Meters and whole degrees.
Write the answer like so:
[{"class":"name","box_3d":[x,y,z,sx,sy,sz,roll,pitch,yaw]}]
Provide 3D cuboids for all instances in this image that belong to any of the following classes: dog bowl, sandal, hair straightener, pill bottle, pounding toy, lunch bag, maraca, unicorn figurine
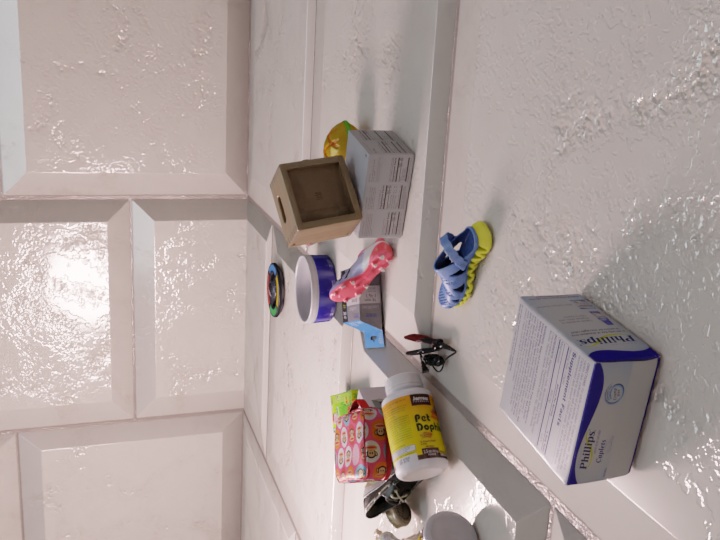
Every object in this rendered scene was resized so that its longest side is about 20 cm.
[{"class":"dog bowl","box_3d":[-0.135,0.054,2.397,0.200,0.078,0.204,178,90,-71]},{"class":"sandal","box_3d":[0.171,-0.009,1.488,0.080,0.086,0.202,-114,27,-43]},{"class":"hair straightener","box_3d":[0.146,0.174,1.667,0.199,0.040,0.078,176,88,-67]},{"class":"pill bottle","box_3d":[0.151,0.564,1.567,0.110,0.108,0.202,-111,27,-44]},{"class":"pounding toy","box_3d":[-0.100,-0.169,1.818,0.142,0.182,0.203,131,124,-62]},{"class":"pill bottle","box_3d":[0.106,0.316,1.650,0.110,0.108,0.203,119,144,-56]},{"class":"lunch bag","box_3d":[0.001,0.373,1.772,0.200,0.081,0.179,145,125,-64]},{"class":"maraca","box_3d":[-0.042,-0.277,2.046,0.137,0.105,0.203,-143,53,-75]},{"class":"unicorn figurine","box_3d":[0.096,0.609,1.749,0.198,0.074,0.139,-1,121,40]}]

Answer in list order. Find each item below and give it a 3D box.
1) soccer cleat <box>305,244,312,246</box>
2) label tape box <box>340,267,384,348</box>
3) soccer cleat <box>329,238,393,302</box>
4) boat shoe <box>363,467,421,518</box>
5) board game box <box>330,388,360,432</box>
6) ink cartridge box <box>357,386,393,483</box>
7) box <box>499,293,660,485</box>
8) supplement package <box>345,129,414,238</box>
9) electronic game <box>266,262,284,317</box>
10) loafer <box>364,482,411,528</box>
[{"class":"soccer cleat","box_3d":[-0.154,-0.177,2.474,0.073,0.068,0.204,-6,82,47]},{"class":"label tape box","box_3d":[0.002,0.093,2.022,0.144,0.062,0.204,161,106,-71]},{"class":"soccer cleat","box_3d":[0.000,0.000,1.924,0.200,0.066,0.077,-41,40,26]},{"class":"boat shoe","box_3d":[0.079,0.475,1.744,0.200,0.070,0.064,-45,26,33]},{"class":"board game box","box_3d":[-0.029,0.378,2.167,0.200,0.047,0.103,144,122,-68]},{"class":"ink cartridge box","box_3d":[0.052,0.386,1.872,0.200,0.083,0.148,-125,38,-57]},{"class":"box","box_3d":[0.293,0.156,1.114,0.200,0.103,0.187,-128,40,-61]},{"class":"supplement package","box_3d":[0.032,-0.198,1.834,0.156,0.109,0.203,-123,36,-56]},{"class":"electronic game","box_3d":[-0.319,0.072,2.996,0.200,0.041,0.204,177,90,-71]},{"class":"loafer","box_3d":[0.060,0.534,1.859,0.068,0.076,0.200,-46,20,4]}]
